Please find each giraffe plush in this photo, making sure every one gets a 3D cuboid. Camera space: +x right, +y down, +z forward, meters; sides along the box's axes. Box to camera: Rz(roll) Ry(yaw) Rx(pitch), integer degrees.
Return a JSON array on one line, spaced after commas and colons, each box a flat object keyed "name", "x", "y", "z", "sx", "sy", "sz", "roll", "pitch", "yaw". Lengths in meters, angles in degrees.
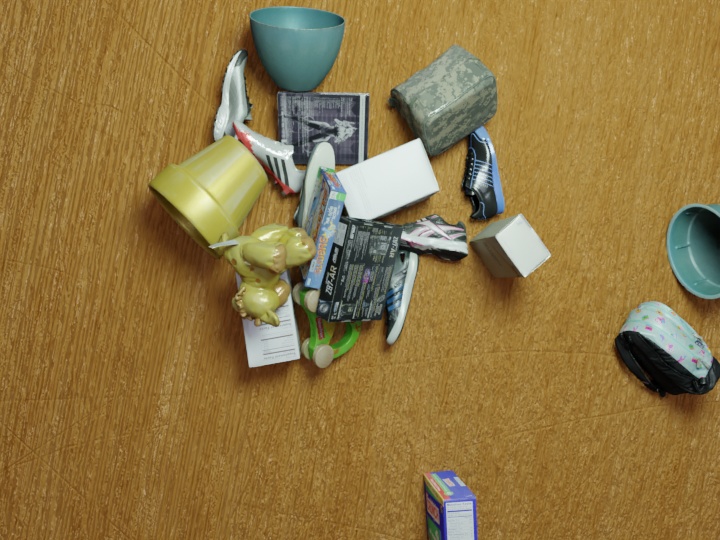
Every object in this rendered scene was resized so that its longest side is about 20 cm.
[{"name": "giraffe plush", "x": -0.184, "y": 0.016, "z": 1.139, "sx": 0.194, "sy": 0.172, "sz": 0.167, "roll": -9, "pitch": 111, "yaw": -20}]

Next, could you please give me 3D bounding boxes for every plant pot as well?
[{"name": "plant pot", "x": -0.297, "y": -0.163, "z": 1.226, "sx": 0.200, "sy": 0.201, "sz": 0.189, "roll": 43, "pitch": 74, "yaw": -2}, {"name": "plant pot", "x": 0.810, "y": -0.061, "z": 1.287, "sx": 0.190, "sy": 0.200, "sz": 0.206, "roll": -13, "pitch": 90, "yaw": -10}, {"name": "plant pot", "x": -0.131, "y": -0.456, "z": 1.248, "sx": 0.193, "sy": 0.202, "sz": 0.138, "roll": 3, "pitch": 123, "yaw": -3}]

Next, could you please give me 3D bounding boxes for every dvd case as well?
[{"name": "dvd case", "x": -0.079, "y": -0.304, "z": 1.287, "sx": 0.193, "sy": 0.016, "sz": 0.153, "roll": 0, "pitch": 117, "yaw": -3}]

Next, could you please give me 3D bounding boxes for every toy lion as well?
[{"name": "toy lion", "x": -0.043, "y": 0.078, "z": 1.271, "sx": 0.188, "sy": 0.068, "sz": 0.206, "roll": -20, "pitch": 114, "yaw": -32}]

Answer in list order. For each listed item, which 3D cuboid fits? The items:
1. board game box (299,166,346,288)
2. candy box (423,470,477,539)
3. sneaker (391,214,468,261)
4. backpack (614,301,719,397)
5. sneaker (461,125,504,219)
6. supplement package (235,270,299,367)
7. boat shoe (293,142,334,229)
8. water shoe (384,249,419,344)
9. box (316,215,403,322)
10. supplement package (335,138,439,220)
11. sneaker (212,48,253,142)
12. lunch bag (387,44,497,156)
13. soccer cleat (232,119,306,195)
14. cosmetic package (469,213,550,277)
[{"name": "board game box", "x": -0.081, "y": -0.087, "z": 1.190, "sx": 0.033, "sy": 0.136, "sz": 0.205, "roll": 9, "pitch": 113, "yaw": -19}, {"name": "candy box", "x": 0.188, "y": 0.547, "z": 1.248, "sx": 0.075, "sy": 0.169, "sz": 0.207, "roll": -2, "pitch": 89, "yaw": -7}, {"name": "sneaker", "x": 0.142, "y": -0.082, "z": 1.310, "sx": 0.194, "sy": 0.081, "sz": 0.089, "roll": 12, "pitch": 70, "yaw": -5}, {"name": "backpack", "x": 0.656, "y": 0.169, "z": 1.297, "sx": 0.199, "sy": 0.167, "sz": 0.127, "roll": 42, "pitch": 68, "yaw": 1}, {"name": "sneaker", "x": 0.256, "y": -0.214, "z": 1.310, "sx": 0.076, "sy": 0.070, "sz": 0.206, "roll": -14, "pitch": 90, "yaw": -8}, {"name": "supplement package", "x": -0.191, "y": 0.088, "z": 1.260, "sx": 0.106, "sy": 0.114, "sz": 0.207, "roll": -8, "pitch": 89, "yaw": -4}, {"name": "boat shoe", "x": -0.105, "y": -0.176, "z": 1.259, "sx": 0.072, "sy": 0.061, "sz": 0.205, "roll": -14, "pitch": 127, "yaw": -41}, {"name": "water shoe", "x": 0.071, "y": 0.056, "z": 1.303, "sx": 0.077, "sy": 0.072, "sz": 0.206, "roll": 14, "pitch": 83, "yaw": 6}, {"name": "box", "x": 0.000, "y": 0.000, "z": 1.210, "sx": 0.158, "sy": 0.043, "sz": 0.206, "roll": 1, "pitch": 106, "yaw": -45}, {"name": "supplement package", "x": 0.052, "y": -0.180, "z": 1.275, "sx": 0.195, "sy": 0.117, "sz": 0.120, "roll": -23, "pitch": 90, "yaw": -2}, {"name": "sneaker", "x": -0.265, "y": -0.370, "z": 1.289, "sx": 0.077, "sy": 0.074, "sz": 0.206, "roll": 11, "pitch": 95, "yaw": -12}, {"name": "lunch bag", "x": 0.175, "y": -0.374, "z": 1.274, "sx": 0.198, "sy": 0.140, "sz": 0.169, "roll": -34, "pitch": 61, "yaw": -2}, {"name": "soccer cleat", "x": -0.187, "y": -0.251, "z": 1.269, "sx": 0.085, "sy": 0.069, "sz": 0.200, "roll": -40, "pitch": 109, "yaw": 8}, {"name": "cosmetic package", "x": 0.305, "y": -0.047, "z": 1.245, "sx": 0.073, "sy": 0.200, "sz": 0.105, "roll": -37, "pitch": 91, "yaw": -3}]
